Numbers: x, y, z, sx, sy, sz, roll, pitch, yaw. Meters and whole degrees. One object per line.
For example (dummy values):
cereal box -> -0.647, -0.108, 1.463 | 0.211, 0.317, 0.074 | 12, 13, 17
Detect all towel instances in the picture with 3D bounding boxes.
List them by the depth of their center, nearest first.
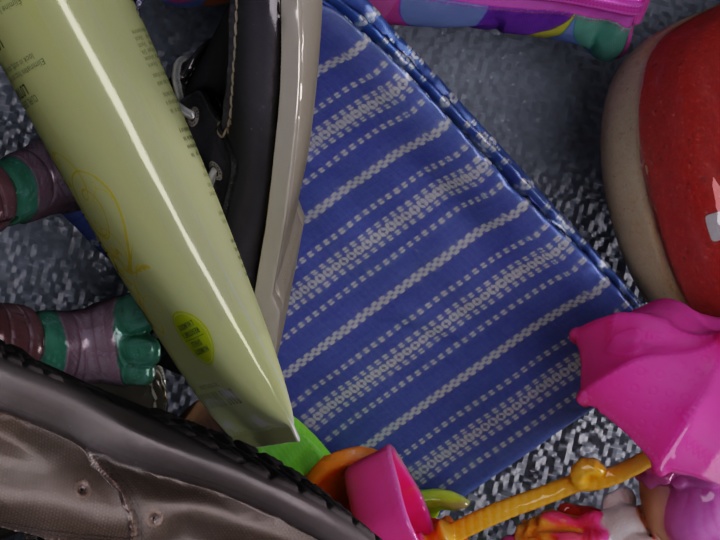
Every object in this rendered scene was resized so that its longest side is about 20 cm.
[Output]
towel -> 0.000, 0.000, 1.089 | 0.145, 0.024, 0.200 | -36, 109, 25

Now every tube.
tube -> -0.074, -0.031, 0.982 | 0.052, 0.058, 0.200 | -25, 94, 24

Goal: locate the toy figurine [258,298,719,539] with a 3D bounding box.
toy figurine -> 0.082, 0.091, 1.065 | 0.184, 0.150, 0.200 | -27, 136, 13

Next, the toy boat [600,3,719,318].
toy boat -> 0.187, -0.046, 1.113 | 0.200, 0.131, 0.131 | -26, 101, -38

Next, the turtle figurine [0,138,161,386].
turtle figurine -> -0.164, 0.006, 0.986 | 0.200, 0.101, 0.150 | -11, 105, -40

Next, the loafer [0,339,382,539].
loafer -> -0.076, 0.078, 0.950 | 0.200, 0.073, 0.071 | 25, 91, -14

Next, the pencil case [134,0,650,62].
pencil case -> 0.014, -0.125, 1.094 | 0.200, 0.088, 0.088 | 3, 93, -20

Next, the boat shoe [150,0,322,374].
boat shoe -> -0.050, -0.039, 1.020 | 0.063, 0.073, 0.200 | 9, 129, 2

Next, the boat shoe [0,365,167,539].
boat shoe -> -0.157, 0.072, 1.058 | 0.202, 0.060, 0.072 | -17, 100, -18

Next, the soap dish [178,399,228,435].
soap dish -> -0.061, 0.160, 1.041 | 0.081, 0.200, 0.157 | -22, 107, 25
